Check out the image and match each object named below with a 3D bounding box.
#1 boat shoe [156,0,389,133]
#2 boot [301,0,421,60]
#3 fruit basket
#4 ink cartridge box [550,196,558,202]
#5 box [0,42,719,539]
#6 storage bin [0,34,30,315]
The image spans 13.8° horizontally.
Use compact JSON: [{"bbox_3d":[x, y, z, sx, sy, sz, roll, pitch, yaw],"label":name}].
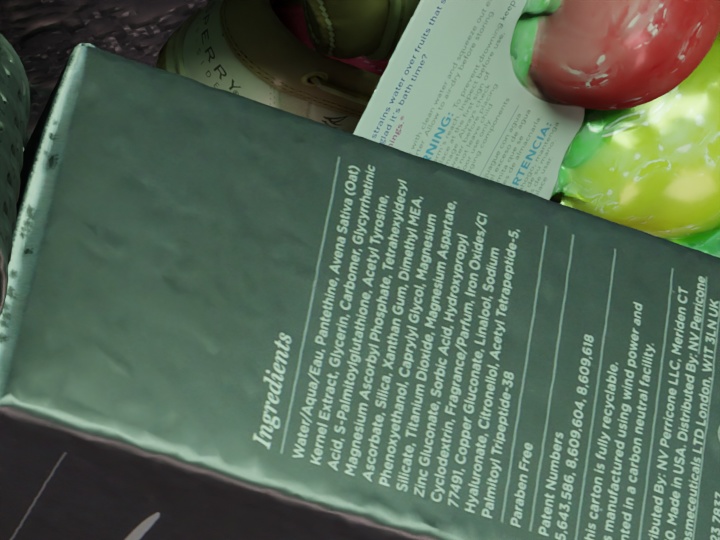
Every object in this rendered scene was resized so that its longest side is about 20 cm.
[{"bbox_3d":[0.039,-0.067,0.912,0.199,0.074,0.069,-8,158,-32],"label":"boat shoe"},{"bbox_3d":[-0.063,-0.098,0.749,0.155,0.073,0.200,-16,159,-1],"label":"boot"},{"bbox_3d":[0.083,-0.080,0.832,0.200,0.094,0.186,19,102,-48],"label":"fruit basket"},{"bbox_3d":[0.077,-0.007,1.092,0.145,0.048,0.200,-9,169,37],"label":"ink cartridge box"},{"bbox_3d":[-0.010,0.047,0.762,0.199,0.105,0.148,19,148,-13],"label":"box"},{"bbox_3d":[-0.186,-0.017,0.663,0.199,0.094,0.135,25,115,-16],"label":"storage bin"}]
